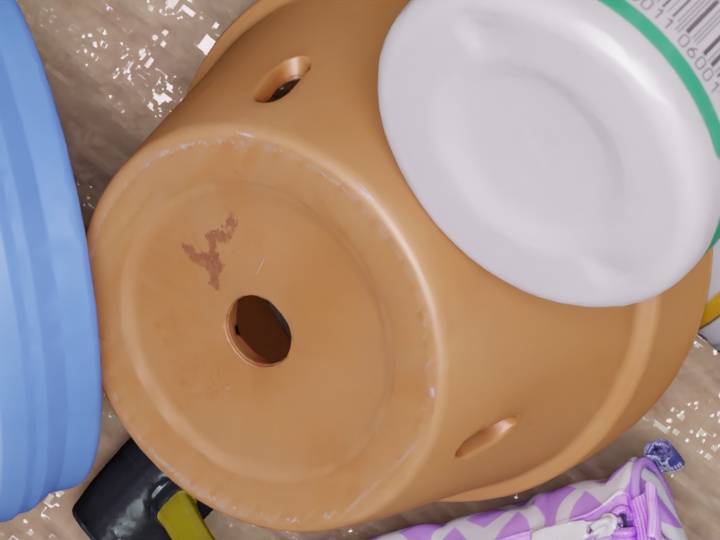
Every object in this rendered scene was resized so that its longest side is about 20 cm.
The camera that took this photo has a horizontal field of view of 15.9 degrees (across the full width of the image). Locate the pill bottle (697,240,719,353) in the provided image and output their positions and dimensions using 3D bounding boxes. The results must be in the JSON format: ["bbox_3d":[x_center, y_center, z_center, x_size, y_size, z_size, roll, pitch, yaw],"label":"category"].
[{"bbox_3d":[0.176,-0.003,0.919,0.200,0.113,0.113,39,93,-2],"label":"pill bottle"}]

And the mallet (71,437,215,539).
[{"bbox_3d":[-0.059,0.110,0.890,0.066,0.200,0.041,-43,115,8],"label":"mallet"}]

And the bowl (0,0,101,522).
[{"bbox_3d":[-0.133,-0.015,0.882,0.039,0.201,0.201,-12,94,-19],"label":"bowl"}]

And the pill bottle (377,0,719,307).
[{"bbox_3d":[0.104,-0.087,0.788,0.113,0.113,0.200,49,53,-3],"label":"pill bottle"}]

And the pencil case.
[{"bbox_3d":[0.028,0.128,0.925,0.200,0.086,0.084,-20,64,13],"label":"pencil case"}]

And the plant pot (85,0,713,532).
[{"bbox_3d":[0.000,0.000,0.864,0.200,0.140,0.200,12,114,27],"label":"plant pot"}]
